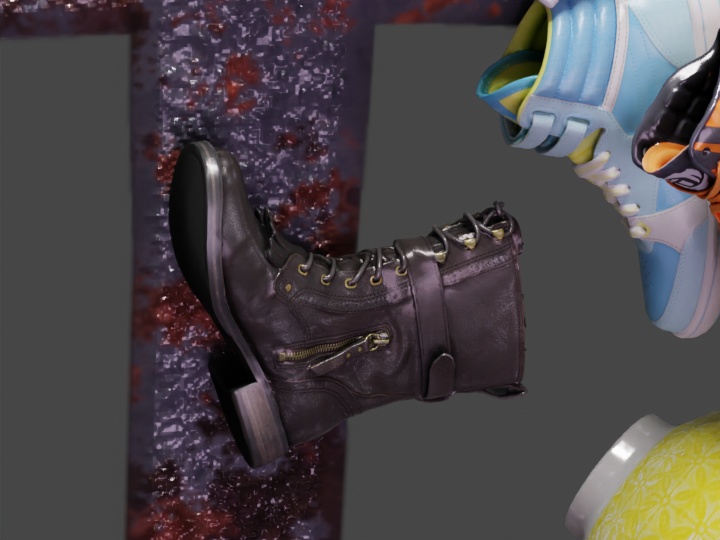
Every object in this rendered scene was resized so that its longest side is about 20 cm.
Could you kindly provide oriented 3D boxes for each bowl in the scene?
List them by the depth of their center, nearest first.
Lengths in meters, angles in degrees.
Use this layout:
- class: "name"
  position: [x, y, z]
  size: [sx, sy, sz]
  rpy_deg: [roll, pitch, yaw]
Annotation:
- class: "bowl"
  position: [0.175, 0.142, 1.443]
  size: [0.107, 0.200, 0.201]
  rpy_deg: [38, 103, 17]

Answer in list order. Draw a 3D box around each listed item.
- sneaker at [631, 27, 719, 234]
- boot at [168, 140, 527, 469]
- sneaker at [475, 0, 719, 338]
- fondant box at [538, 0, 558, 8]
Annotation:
- class: "sneaker"
  position: [0.184, -0.025, 1.318]
  size: [0.111, 0.077, 0.202]
  rpy_deg: [3, 89, -31]
- class: "boot"
  position: [0.000, 0.000, 1.376]
  size: [0.173, 0.069, 0.201]
  rpy_deg: [-20, 121, -12]
- class: "sneaker"
  position: [0.123, -0.057, 1.371]
  size: [0.130, 0.080, 0.202]
  rpy_deg: [-7, 105, -14]
- class: "fondant box"
  position: [0.064, -0.244, 1.282]
  size: [0.200, 0.058, 0.144]
  rpy_deg: [38, 99, -25]
